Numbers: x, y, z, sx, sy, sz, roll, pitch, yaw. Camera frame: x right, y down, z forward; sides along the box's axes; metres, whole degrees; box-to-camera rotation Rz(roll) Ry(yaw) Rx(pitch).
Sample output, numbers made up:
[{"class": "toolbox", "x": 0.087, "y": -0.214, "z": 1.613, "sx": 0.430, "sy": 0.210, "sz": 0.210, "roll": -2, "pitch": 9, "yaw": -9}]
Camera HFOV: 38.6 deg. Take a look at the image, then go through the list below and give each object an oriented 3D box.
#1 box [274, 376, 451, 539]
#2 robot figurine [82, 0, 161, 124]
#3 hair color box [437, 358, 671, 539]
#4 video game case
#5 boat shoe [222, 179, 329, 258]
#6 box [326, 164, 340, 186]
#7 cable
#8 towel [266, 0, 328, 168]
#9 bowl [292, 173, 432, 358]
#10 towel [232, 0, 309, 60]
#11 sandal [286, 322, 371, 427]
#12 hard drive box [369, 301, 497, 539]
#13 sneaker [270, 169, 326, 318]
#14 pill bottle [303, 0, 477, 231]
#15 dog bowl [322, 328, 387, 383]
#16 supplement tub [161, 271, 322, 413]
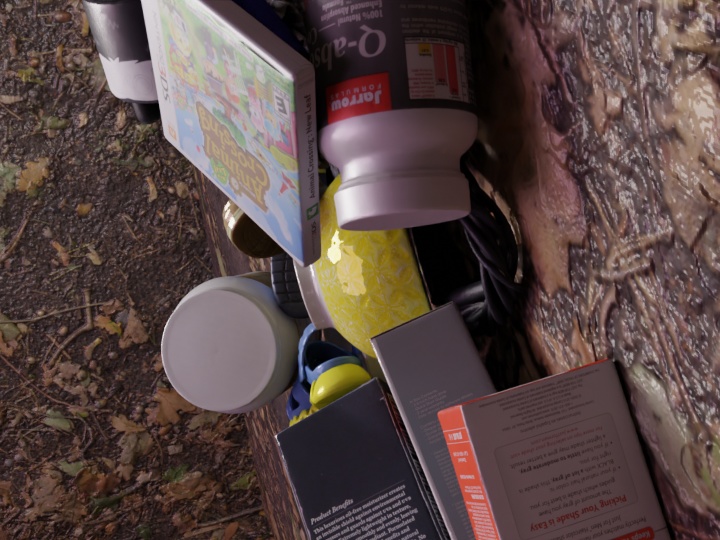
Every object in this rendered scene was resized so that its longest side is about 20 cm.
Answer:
[{"class": "box", "x": 0.037, "y": 0.235, "z": 0.956, "sx": 0.200, "sy": 0.122, "sz": 0.200, "roll": 44, "pitch": -159, "yaw": -57}, {"class": "robot figurine", "x": -0.201, "y": -0.245, "z": 1.011, "sx": 0.125, "sy": 0.149, "sz": 0.202, "roll": -100, "pitch": -2, "yaw": -58}, {"class": "hair color box", "x": 0.134, "y": 0.171, "z": 0.662, "sx": 0.064, "sy": 0.110, "sz": 0.202, "roll": 129, "pitch": 126, "yaw": -75}, {"class": "video game case", "x": -0.099, "y": -0.122, "z": 0.769, "sx": 0.200, "sy": 0.022, "sz": 0.183, "roll": 42, "pitch": 150, "yaw": 31}, {"class": "boat shoe", "x": -0.078, "y": -0.059, "z": 0.969, "sx": 0.066, "sy": 0.074, "sz": 0.200, "roll": 47, "pitch": -163, "yaw": 15}, {"class": "box", "x": -0.018, "y": -0.159, "z": 1.074, "sx": 0.161, "sy": 0.049, "sz": 0.202, "roll": -149, "pitch": 45, "yaw": -68}, {"class": "cable", "x": 0.074, "y": -0.022, "z": 0.835, "sx": 0.200, "sy": 0.050, "sz": 0.165, "roll": -127, "pitch": 25, "yaw": -57}, {"class": "towel", "x": -0.077, "y": -0.191, "z": 1.004, "sx": 0.200, "sy": 0.085, "sz": 0.167, "roll": -142, "pitch": 40, "yaw": -65}, {"class": "bowl", "x": 0.000, "y": 0.000, "z": 0.931, "sx": 0.200, "sy": 0.107, "sz": 0.202, "roll": -16, "pitch": -90, "yaw": -86}, {"class": "towel", "x": -0.098, "y": -0.197, "z": 0.814, "sx": 0.201, "sy": 0.049, "sz": 0.148, "roll": 52, "pitch": 180, "yaw": 18}, {"class": "sandal", "x": -0.035, "y": 0.111, "z": 1.055, "sx": 0.200, "sy": 0.079, "sz": 0.088, "roll": 122, "pitch": 136, "yaw": -61}, {"class": "hard drive box", "x": 0.089, "y": 0.152, "z": 0.817, "sx": 0.156, "sy": 0.076, "sz": 0.201, "roll": 66, "pitch": -178, "yaw": -60}, {"class": "sneaker", "x": -0.061, "y": -0.039, "z": 1.096, "sx": 0.082, "sy": 0.073, "sz": 0.202, "roll": 103, "pitch": 166, "yaw": -65}, {"class": "pill bottle", "x": 0.022, "y": -0.135, "z": 0.719, "sx": 0.116, "sy": 0.115, "sz": 0.202, "roll": 155, "pitch": 110, "yaw": -77}, {"class": "dog bowl", "x": 0.022, "y": 0.092, "z": 1.116, "sx": 0.200, "sy": 0.078, "sz": 0.202, "roll": 165, "pitch": 90, "yaw": -77}, {"class": "supplement tub", "x": -0.127, "y": 0.076, "z": 1.122, "sx": 0.200, "sy": 0.143, "sz": 0.146, "roll": -15, "pitch": -90, "yaw": -81}]
